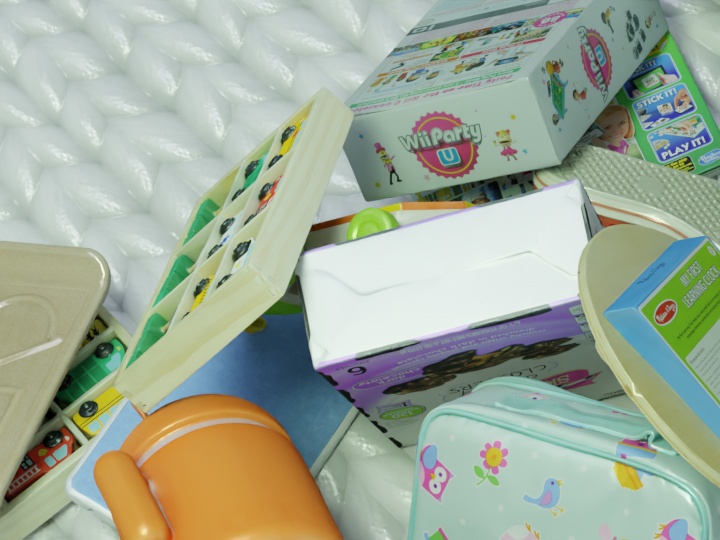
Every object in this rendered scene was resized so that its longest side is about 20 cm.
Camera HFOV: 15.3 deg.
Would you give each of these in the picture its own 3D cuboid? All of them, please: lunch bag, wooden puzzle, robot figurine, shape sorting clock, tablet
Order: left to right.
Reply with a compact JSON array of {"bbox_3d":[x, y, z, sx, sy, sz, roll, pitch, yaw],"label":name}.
[{"bbox_3d":[-0.265,0.073,1.705,0.184,0.046,0.201,4,57,28],"label":"wooden puzzle"},{"bbox_3d":[-0.072,0.149,1.492,0.143,0.117,0.200,-11,40,-17],"label":"robot figurine"},{"bbox_3d":[-0.079,0.091,1.662,0.130,0.014,0.200,28,64,13],"label":"tablet"},{"bbox_3d":[0.123,0.147,1.457,0.199,0.162,0.077,15,19,32],"label":"lunch bag"},{"bbox_3d":[0.190,0.056,1.418,0.039,0.199,0.201,-41,40,29],"label":"shape sorting clock"}]

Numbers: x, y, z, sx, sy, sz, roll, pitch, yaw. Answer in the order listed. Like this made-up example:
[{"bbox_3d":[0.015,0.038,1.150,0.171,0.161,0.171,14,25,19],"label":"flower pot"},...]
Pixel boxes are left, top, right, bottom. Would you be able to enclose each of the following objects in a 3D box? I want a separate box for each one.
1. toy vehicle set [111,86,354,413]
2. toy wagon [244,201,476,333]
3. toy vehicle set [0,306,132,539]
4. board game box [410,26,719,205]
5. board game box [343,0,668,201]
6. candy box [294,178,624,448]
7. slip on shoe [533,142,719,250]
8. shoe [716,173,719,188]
[{"bbox_3d":[-0.071,-0.015,1.545,0.124,0.026,0.200,-40,17,31],"label":"toy vehicle set"},{"bbox_3d":[0.000,0.000,1.620,0.199,0.155,0.040,-13,73,32],"label":"toy wagon"},{"bbox_3d":[-0.222,0.108,1.713,0.200,0.027,0.124,-38,46,-12],"label":"toy vehicle set"},{"bbox_3d":[0.130,-0.069,1.729,0.199,0.029,0.135,-23,48,3],"label":"board game box"},{"bbox_3d":[0.091,-0.127,1.705,0.147,0.065,0.200,-10,24,33],"label":"board game box"},{"bbox_3d":[0.071,0.030,1.546,0.167,0.200,0.072,-15,70,10],"label":"candy box"},{"bbox_3d":[0.196,-0.018,1.631,0.199,0.062,0.074,20,38,14],"label":"slip on shoe"},{"bbox_3d":[0.290,-0.093,1.662,0.091,0.072,0.200,28,42,3],"label":"shoe"}]
